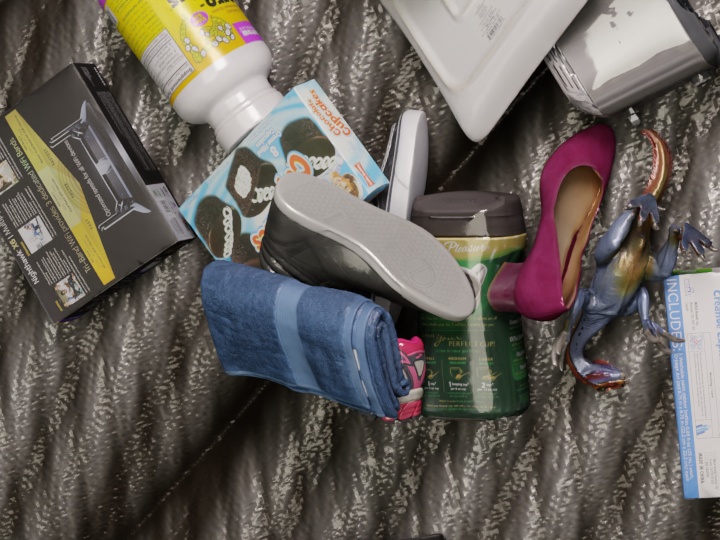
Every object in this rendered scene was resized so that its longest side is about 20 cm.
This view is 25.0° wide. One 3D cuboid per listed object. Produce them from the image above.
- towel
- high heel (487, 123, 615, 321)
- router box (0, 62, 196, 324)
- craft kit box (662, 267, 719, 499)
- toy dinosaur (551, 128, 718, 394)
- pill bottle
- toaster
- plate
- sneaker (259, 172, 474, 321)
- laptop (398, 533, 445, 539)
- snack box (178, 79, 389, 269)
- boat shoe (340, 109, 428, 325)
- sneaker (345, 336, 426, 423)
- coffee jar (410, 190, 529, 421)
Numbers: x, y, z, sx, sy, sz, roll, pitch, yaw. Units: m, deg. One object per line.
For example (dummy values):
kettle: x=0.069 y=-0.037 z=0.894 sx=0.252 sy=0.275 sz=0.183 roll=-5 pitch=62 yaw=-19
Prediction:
towel: x=-0.052 y=0.057 z=1.384 sx=0.199 sy=0.049 sz=0.112 roll=15 pitch=133 yaw=39
high heel: x=0.189 y=-0.041 z=1.383 sx=0.067 sy=0.096 sz=0.201 roll=36 pitch=73 yaw=-29
router box: x=-0.275 y=-0.074 z=1.560 sx=0.157 sy=0.052 sz=0.201 roll=-32 pitch=86 yaw=17
craft kit box: x=0.369 y=0.091 z=1.401 sx=0.196 sy=0.048 sz=0.202 roll=-4 pitch=94 yaw=18
toy dinosaur: x=0.234 y=0.016 z=1.412 sx=0.104 sy=0.201 sz=0.182 roll=24 pitch=141 yaw=-6
pill bottle: x=-0.150 y=-0.207 z=1.487 sx=0.104 sy=0.104 sz=0.200 roll=-37 pitch=85 yaw=15
toaster: x=0.211 y=-0.225 z=1.381 sx=0.129 sy=0.114 sz=0.201 roll=-32 pitch=85 yaw=18
plate: x=0.095 y=-0.246 z=1.378 sx=0.200 sy=0.032 sz=0.201 roll=-53 pitch=55 yaw=36
sneaker: x=0.000 y=0.000 z=1.410 sx=0.199 sy=0.071 sz=0.099 roll=30 pitch=137 yaw=-3
laptop: x=-0.020 y=0.349 z=1.551 sx=0.199 sy=0.115 sz=0.189 roll=-3 pitch=94 yaw=45
snack box: x=-0.072 y=-0.068 z=1.473 sx=0.116 sy=0.037 sz=0.200 roll=53 pitch=130 yaw=6
boat shoe: x=0.016 y=-0.050 z=1.476 sx=0.067 sy=0.072 sz=0.201 roll=13 pitch=105 yaw=13
sneaker: x=-0.015 y=0.066 z=1.463 sx=0.199 sy=0.080 sz=0.075 roll=23 pitch=112 yaw=37
coffee jar: x=0.097 y=0.029 z=1.449 sx=0.104 sy=0.085 sz=0.202 roll=1 pitch=96 yaw=23
